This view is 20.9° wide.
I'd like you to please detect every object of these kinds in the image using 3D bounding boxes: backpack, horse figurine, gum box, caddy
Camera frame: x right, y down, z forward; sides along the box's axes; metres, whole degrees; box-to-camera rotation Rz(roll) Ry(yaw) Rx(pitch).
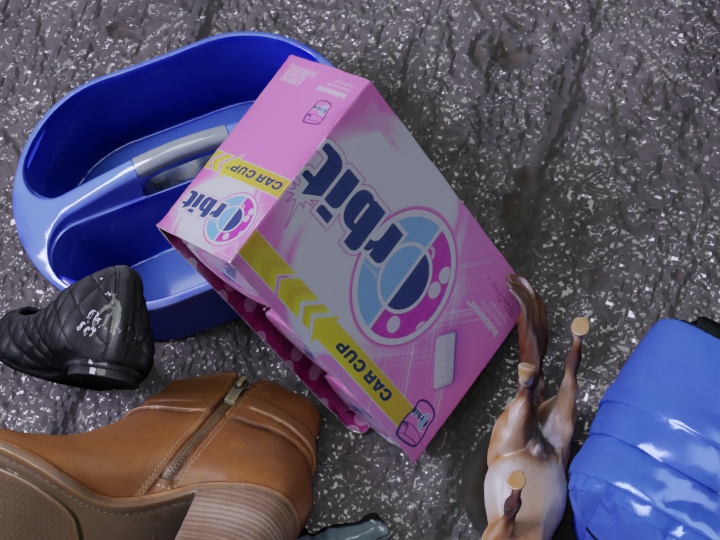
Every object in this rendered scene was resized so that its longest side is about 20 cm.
[{"bbox_3d":[0.178,0.125,0.938,0.161,0.200,0.169,25,74,13],"label":"backpack"},{"bbox_3d":[0.085,0.106,1.008,0.049,0.133,0.202,9,60,1],"label":"horse figurine"},{"bbox_3d":[0.000,0.000,1.010,0.066,0.200,0.114,23,71,46],"label":"gum box"},{"bbox_3d":[-0.091,-0.048,1.076,0.198,0.105,0.142,-21,69,-2],"label":"caddy"}]

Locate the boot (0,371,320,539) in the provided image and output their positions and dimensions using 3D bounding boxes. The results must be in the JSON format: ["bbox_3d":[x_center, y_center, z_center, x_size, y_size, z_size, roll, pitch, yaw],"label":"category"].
[{"bbox_3d":[-0.119,0.092,1.009,0.198,0.077,0.156,11,31,6],"label":"boot"}]

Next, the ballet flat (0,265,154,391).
[{"bbox_3d":[-0.147,0.031,1.020,0.066,0.200,0.057,16,81,-24],"label":"ballet flat"}]

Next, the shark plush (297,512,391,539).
[{"bbox_3d":[-0.074,0.191,1.033,0.199,0.091,0.084,-32,89,-28],"label":"shark plush"}]
